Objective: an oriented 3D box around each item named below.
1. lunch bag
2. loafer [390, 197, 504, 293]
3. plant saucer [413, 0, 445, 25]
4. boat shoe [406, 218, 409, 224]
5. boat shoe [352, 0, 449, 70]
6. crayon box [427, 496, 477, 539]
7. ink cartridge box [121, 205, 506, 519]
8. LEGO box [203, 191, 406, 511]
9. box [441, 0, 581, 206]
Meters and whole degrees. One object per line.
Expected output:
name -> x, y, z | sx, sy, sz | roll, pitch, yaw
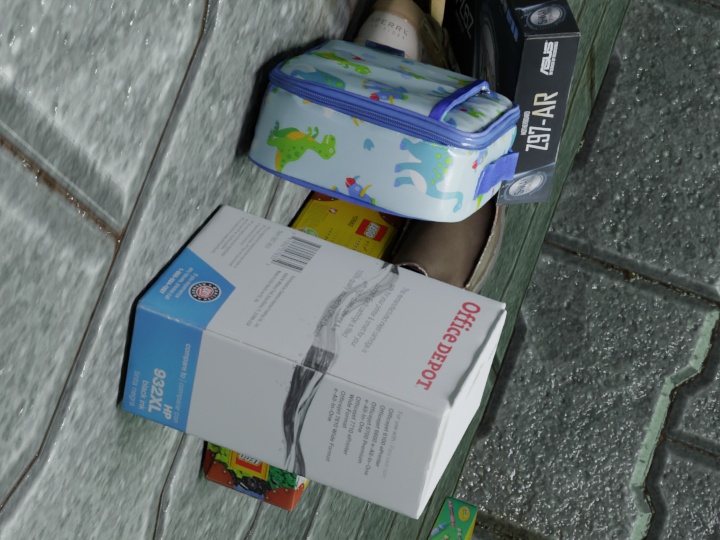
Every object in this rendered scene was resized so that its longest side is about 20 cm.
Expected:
lunch bag -> 0.024, -0.095, 1.315 | 0.200, 0.159, 0.083 | -36, 144, -71
loafer -> 0.056, 0.004, 1.466 | 0.071, 0.072, 0.202 | 72, 38, -73
plant saucer -> 0.077, -0.292, 1.584 | 0.200, 0.035, 0.202 | 19, 90, -79
boat shoe -> 0.000, 0.000, 1.622 | 0.073, 0.072, 0.200 | -63, -171, -32
boat shoe -> 0.041, -0.167, 1.518 | 0.200, 0.073, 0.070 | 31, 82, -80
crayon box -> 0.129, 0.485, 3.194 | 0.201, 0.058, 0.120 | -60, 165, -46
ink cartridge box -> -0.026, 0.053, 1.205 | 0.145, 0.198, 0.084 | -54, 160, -58
LEGO box -> -0.041, 0.055, 1.476 | 0.200, 0.077, 0.150 | -59, 164, -49
box -> 0.109, -0.175, 1.467 | 0.161, 0.043, 0.201 | 97, -15, -45
